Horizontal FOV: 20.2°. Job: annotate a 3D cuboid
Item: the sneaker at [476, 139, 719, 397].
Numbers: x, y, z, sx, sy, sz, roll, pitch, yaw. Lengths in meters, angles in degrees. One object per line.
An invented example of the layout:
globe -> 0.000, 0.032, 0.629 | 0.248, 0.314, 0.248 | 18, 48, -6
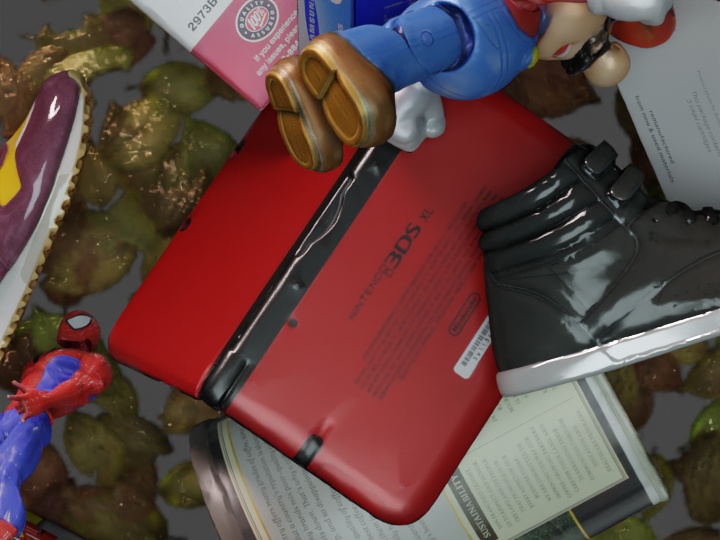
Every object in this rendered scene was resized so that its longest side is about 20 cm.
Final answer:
sneaker -> 0.142, -0.020, 0.895 | 0.199, 0.071, 0.100 | -19, 90, 6

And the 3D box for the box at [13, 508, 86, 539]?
box -> -0.146, 0.182, 1.040 | 0.199, 0.137, 0.038 | 28, 100, -6

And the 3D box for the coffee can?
coffee can -> 0.035, 0.097, 1.019 | 0.199, 0.146, 0.147 | -29, 100, 5

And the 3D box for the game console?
game console -> 0.000, 0.000, 0.982 | 0.172, 0.119, 0.200 | 34, 79, -3

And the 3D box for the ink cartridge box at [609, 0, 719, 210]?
ink cartridge box -> 0.238, -0.108, 0.942 | 0.199, 0.128, 0.126 | -17, 102, 42

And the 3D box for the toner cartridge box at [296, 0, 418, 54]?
toner cartridge box -> 0.060, -0.163, 0.952 | 0.199, 0.043, 0.095 | -22, 125, -33

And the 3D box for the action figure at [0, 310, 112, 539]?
action figure -> -0.172, 0.084, 0.998 | 0.065, 0.200, 0.052 | -28, 110, 33

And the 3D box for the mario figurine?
mario figurine -> 0.067, -0.093, 0.876 | 0.199, 0.123, 0.106 | -28, 129, -23

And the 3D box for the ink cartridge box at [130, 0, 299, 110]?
ink cartridge box -> -0.079, -0.200, 0.989 | 0.200, 0.084, 0.145 | 40, 97, -8

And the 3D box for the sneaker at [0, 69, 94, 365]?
sneaker -> -0.204, -0.018, 1.031 | 0.090, 0.075, 0.201 | 23, 99, -7
